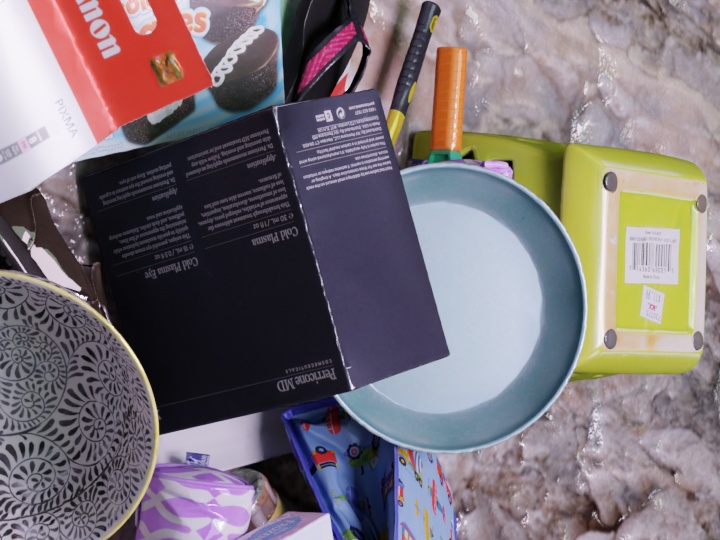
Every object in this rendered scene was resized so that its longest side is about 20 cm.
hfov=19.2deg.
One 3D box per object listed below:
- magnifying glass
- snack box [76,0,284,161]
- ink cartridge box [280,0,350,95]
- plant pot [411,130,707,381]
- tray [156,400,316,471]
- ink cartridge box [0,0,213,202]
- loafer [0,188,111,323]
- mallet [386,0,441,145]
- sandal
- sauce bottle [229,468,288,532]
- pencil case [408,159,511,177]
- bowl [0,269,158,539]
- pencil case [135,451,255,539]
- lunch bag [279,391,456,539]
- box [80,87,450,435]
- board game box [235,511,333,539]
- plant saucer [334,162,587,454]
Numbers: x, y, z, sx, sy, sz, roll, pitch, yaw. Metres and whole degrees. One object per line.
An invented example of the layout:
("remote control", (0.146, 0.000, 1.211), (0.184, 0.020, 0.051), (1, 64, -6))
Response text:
("magnifying glass", (0.065, -0.071, 1.638), (0.022, 0.079, 0.202), (2, 91, -54))
("snack box", (-0.146, -0.139, 1.371), (0.198, 0.037, 0.117), (-14, 117, -25))
("ink cartridge box", (-0.054, -0.117, 1.546), (0.161, 0.050, 0.201), (-49, 122, -35))
("plant pot", (0.164, -0.008, 1.687), (0.199, 0.180, 0.201), (4, 87, -46))
("tray", (-0.085, 0.084, 1.530), (0.199, 0.022, 0.109), (-10, 99, -47))
("ink cartridge box", (-0.211, -0.133, 1.281), (0.057, 0.198, 0.164), (-92, 160, -64))
("loafer", (-0.185, 0.025, 1.380), (0.071, 0.073, 0.201), (-48, 123, -34))
("mallet", (0.022, -0.116, 1.616), (0.066, 0.041, 0.202), (33, 69, -63))
("sandal", (-0.027, -0.133, 1.512), (0.075, 0.045, 0.201), (41, 68, -55))
("sauce bottle", (-0.052, 0.233, 1.538), (0.065, 0.064, 0.201), (-51, 127, -34))
("pencil case", (0.082, 0.014, 1.559), (0.083, 0.085, 0.202), (-13, 101, -42))
("bowl", (-0.218, 0.075, 1.301), (0.094, 0.199, 0.202), (-89, 160, -68))
("pencil case", (-0.127, 0.224, 1.426), (0.085, 0.084, 0.202), (10, 88, -13))
("lunch bag", (0.025, 0.199, 1.504), (0.201, 0.093, 0.151), (-106, 173, -48))
("box", (-0.065, -0.003, 1.399), (0.104, 0.199, 0.184), (-15, 90, -47))
("board game box", (-0.077, 0.283, 1.375), (0.199, 0.043, 0.201), (-22, 106, -49))
("plant saucer", (0.058, 0.026, 1.485), (0.198, 0.036, 0.202), (0, 90, -7))
